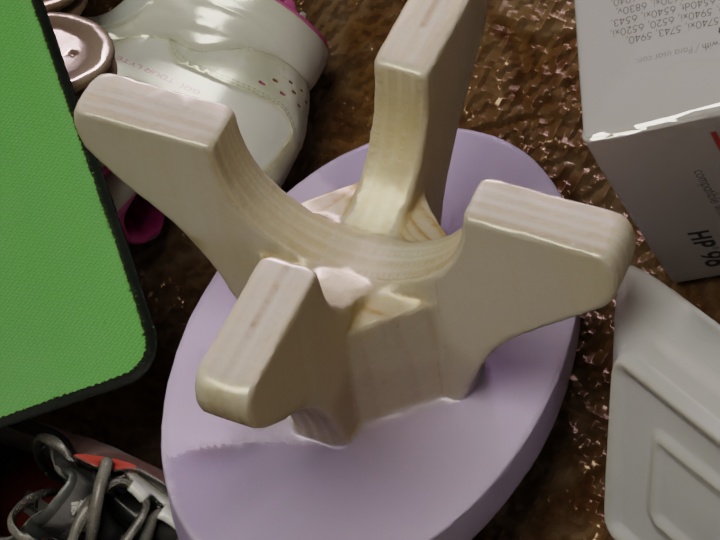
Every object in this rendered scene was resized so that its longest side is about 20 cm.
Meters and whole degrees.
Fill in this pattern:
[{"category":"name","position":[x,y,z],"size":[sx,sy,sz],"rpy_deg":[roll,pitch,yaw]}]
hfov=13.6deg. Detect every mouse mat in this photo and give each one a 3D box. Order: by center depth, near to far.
[{"category":"mouse mat","position":[-0.180,-0.011,0.987],"size":[0.199,0.008,0.162],"rpy_deg":[-19,90,-15]}]

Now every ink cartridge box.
[{"category":"ink cartridge box","position":[0.115,-0.076,1.000],"size":[0.068,0.116,0.201],"rpy_deg":[-11,62,17]}]

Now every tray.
[{"category":"tray","position":[0.131,0.089,0.907],"size":[0.022,0.108,0.200],"rpy_deg":[-21,39,-27]}]

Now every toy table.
[{"category":"toy table","position":[0.000,0.000,0.976],"size":[0.183,0.117,0.201],"rpy_deg":[7,52,10]}]

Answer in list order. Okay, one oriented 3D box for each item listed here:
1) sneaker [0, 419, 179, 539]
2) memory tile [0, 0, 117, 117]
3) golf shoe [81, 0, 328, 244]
[{"category":"sneaker","position":[-0.075,0.101,1.017],"size":[0.199,0.082,0.077],"rpy_deg":[19,75,29]},{"category":"memory tile","position":[-0.192,-0.084,1.057],"size":[0.199,0.017,0.154],"rpy_deg":[-11,38,-13]},{"category":"golf shoe","position":[-0.112,-0.056,1.112],"size":[0.199,0.075,0.092],"rpy_deg":[-1,70,23]}]
